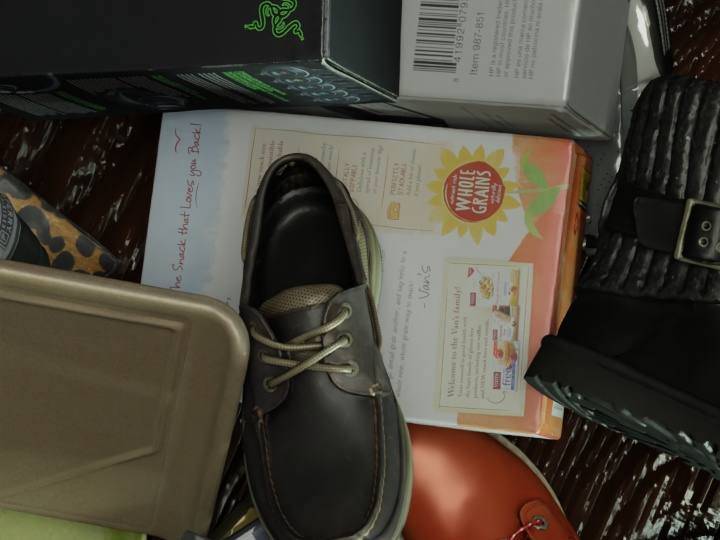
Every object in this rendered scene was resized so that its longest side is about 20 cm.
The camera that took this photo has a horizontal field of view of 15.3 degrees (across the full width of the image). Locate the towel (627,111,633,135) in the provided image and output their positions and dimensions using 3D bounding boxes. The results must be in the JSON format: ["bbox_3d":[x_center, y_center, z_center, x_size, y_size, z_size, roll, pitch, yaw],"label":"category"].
[{"bbox_3d":[0.204,0.004,1.259,0.199,0.024,0.146,4,93,-30],"label":"towel"}]

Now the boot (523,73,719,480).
[{"bbox_3d":[0.185,0.013,1.141,0.210,0.079,0.158,24,80,22],"label":"boot"}]

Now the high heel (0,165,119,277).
[{"bbox_3d":[-0.180,-0.081,1.253,0.142,0.071,0.201,3,101,2],"label":"high heel"}]

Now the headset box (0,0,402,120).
[{"bbox_3d":[-0.074,-0.162,1.182,0.199,0.093,0.175,0,83,22],"label":"headset box"}]

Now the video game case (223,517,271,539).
[{"bbox_3d":[-0.020,0.209,1.139,0.142,0.019,0.201,-32,90,-11],"label":"video game case"}]

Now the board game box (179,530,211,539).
[{"bbox_3d":[-0.009,0.214,1.101,0.199,0.064,0.148,24,81,-8],"label":"board game box"}]

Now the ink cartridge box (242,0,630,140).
[{"bbox_3d":[0.021,-0.143,1.239,0.199,0.084,0.146,5,84,21],"label":"ink cartridge box"}]

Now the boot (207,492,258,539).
[{"bbox_3d":[-0.016,0.208,1.178,0.175,0.066,0.200,-45,93,0],"label":"boot"}]

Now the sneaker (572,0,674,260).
[{"bbox_3d":[0.101,-0.041,1.287,0.115,0.075,0.201,-8,92,13],"label":"sneaker"}]

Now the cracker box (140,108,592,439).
[{"bbox_3d":[0.000,0.000,1.243,0.199,0.058,0.135,6,85,15],"label":"cracker box"}]

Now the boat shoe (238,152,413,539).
[{"bbox_3d":[-0.025,0.036,1.138,0.074,0.073,0.201,-16,51,7],"label":"boat shoe"}]

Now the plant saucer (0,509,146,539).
[{"bbox_3d":[-0.199,0.123,1.258,0.199,0.031,0.201,0,85,-4],"label":"plant saucer"}]

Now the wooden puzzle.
[{"bbox_3d":[-0.153,0.048,1.175,0.199,0.185,0.037,14,52,-1],"label":"wooden puzzle"}]

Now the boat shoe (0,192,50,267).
[{"bbox_3d":[-0.233,0.013,1.221,0.199,0.057,0.069,-14,57,23],"label":"boat shoe"}]

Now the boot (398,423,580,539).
[{"bbox_3d":[0.078,0.139,1.243,0.075,0.107,0.200,-40,87,-5],"label":"boot"}]
